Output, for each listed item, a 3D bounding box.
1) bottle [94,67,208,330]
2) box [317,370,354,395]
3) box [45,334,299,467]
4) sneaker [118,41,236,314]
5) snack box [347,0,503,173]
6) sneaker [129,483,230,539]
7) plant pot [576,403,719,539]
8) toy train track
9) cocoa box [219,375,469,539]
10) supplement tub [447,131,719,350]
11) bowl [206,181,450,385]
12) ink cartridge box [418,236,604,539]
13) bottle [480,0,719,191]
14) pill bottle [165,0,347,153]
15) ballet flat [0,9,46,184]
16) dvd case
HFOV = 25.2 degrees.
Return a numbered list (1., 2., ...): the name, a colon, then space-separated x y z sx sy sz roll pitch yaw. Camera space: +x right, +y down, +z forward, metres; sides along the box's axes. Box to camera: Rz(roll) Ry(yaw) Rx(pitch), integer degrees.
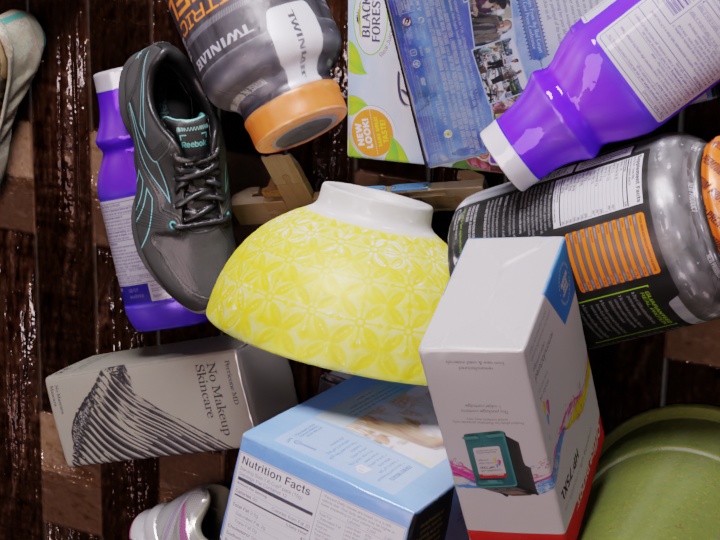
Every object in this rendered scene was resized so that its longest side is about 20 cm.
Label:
1. bottle: -0.160 -0.057 1.242 0.083 0.065 0.202 -9 98 30
2. box: 0.053 0.189 1.205 0.197 0.050 0.202 18 111 26
3. box: -0.151 0.102 1.285 0.199 0.068 0.083 -11 97 32
4. sneaker: -0.130 -0.068 1.159 0.079 0.075 0.202 -21 84 68
5. snack box: 0.062 -0.174 1.101 0.141 0.053 0.202 8 106 29
6. sneaker: -0.101 0.256 1.285 0.088 0.081 0.201 -44 75 28
7. plant pot: 0.194 0.212 1.045 0.198 0.190 0.202 9 108 28
8. toy train track: 0.000 -0.058 1.171 0.198 0.033 0.115 -3 140 23
9. cocoa box: 0.010 0.162 1.076 0.132 0.200 0.132 21 110 23
10. supplement tub: 0.166 -0.016 1.042 0.199 0.122 0.124 -16 95 31
11. bowl: 0.000 0.000 1.108 0.199 0.200 0.109 16 99 25
12. ink cartridge box: 0.101 0.093 0.994 0.067 0.117 0.201 -1 125 23
13. bottle: 0.166 -0.126 0.999 0.199 0.065 0.084 -38 106 13
14. pill bottle: -0.079 -0.186 1.135 0.106 0.106 0.201 -30 80 32
15. ballet flat: -0.319 -0.126 1.327 0.067 0.062 0.201 34 117 19
16. dvd case: 0.121 -0.158 1.039 0.198 0.018 0.144 -13 102 9
